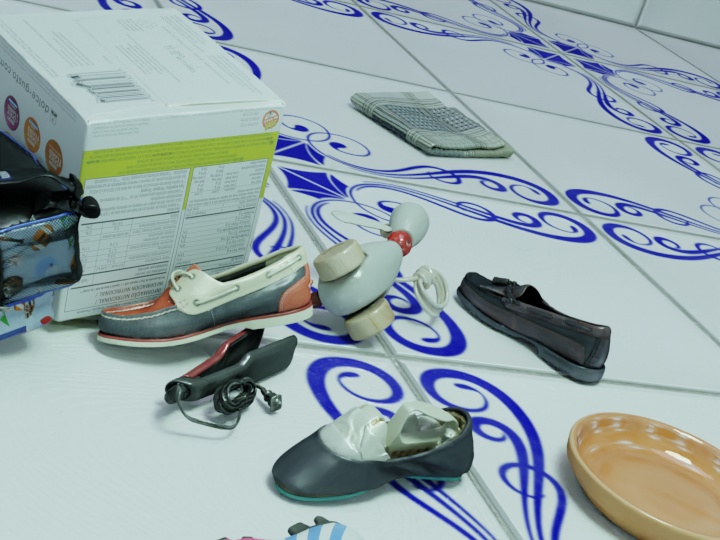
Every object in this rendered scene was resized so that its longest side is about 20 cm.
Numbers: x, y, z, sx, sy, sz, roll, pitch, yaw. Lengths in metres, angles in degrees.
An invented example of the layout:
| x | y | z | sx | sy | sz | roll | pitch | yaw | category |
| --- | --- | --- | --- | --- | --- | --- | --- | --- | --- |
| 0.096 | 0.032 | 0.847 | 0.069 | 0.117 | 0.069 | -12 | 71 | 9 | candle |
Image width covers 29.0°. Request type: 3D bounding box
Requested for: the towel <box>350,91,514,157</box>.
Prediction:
| x | y | z | sx | sy | sz | roll | pitch | yaw | category |
| --- | --- | --- | --- | --- | --- | --- | --- | --- | --- |
| 0.113 | -0.226 | 2.118 | 0.198 | 0.035 | 0.192 | -2 | 30 | -44 | towel |

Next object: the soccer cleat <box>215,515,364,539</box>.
| x | y | z | sx | sy | sz | roll | pitch | yaw | category |
| --- | --- | --- | --- | --- | --- | --- | --- | --- | --- |
| -0.049 | 0.210 | 0.889 | 0.086 | 0.071 | 0.199 | 31 | 24 | 31 | soccer cleat |

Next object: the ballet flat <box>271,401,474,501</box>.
| x | y | z | sx | sy | sz | roll | pitch | yaw | category |
| --- | --- | --- | --- | --- | --- | --- | --- | --- | --- |
| 0.017 | 0.138 | 1.122 | 0.198 | 0.074 | 0.073 | 0 | 28 | -38 | ballet flat |

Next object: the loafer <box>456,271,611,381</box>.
| x | y | z | sx | sy | sz | roll | pitch | yaw | category |
| --- | --- | --- | --- | --- | --- | --- | --- | --- | --- |
| 0.189 | 0.044 | 1.493 | 0.071 | 0.064 | 0.199 | -6 | 32 | -47 | loafer |

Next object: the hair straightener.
| x | y | z | sx | sy | sz | roll | pitch | yaw | category |
| --- | --- | --- | --- | --- | --- | --- | --- | --- | --- |
| -0.099 | 0.089 | 1.174 | 0.076 | 0.041 | 0.200 | 26 | 17 | 16 | hair straightener |

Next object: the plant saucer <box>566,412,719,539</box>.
| x | y | z | sx | sy | sz | roll | pitch | yaw | category |
| --- | --- | --- | --- | --- | --- | --- | --- | --- | --- |
| 0.274 | 0.195 | 1.239 | 0.197 | 0.038 | 0.201 | 17 | 21 | -7 | plant saucer |

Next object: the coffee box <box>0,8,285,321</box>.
| x | y | z | sx | sy | sz | roll | pitch | yaw | category |
| --- | --- | --- | --- | --- | --- | --- | --- | --- | --- |
| -0.218 | -0.101 | 1.252 | 0.198 | 0.200 | 0.200 | -11 | 40 | -38 | coffee box |

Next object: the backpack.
| x | y | z | sx | sy | sz | roll | pitch | yaw | category |
| --- | --- | --- | --- | --- | --- | --- | --- | --- | --- |
| -0.334 | -0.026 | 1.104 | 0.189 | 0.156 | 0.199 | -13 | 30 | -40 | backpack |

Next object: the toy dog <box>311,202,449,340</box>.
| x | y | z | sx | sy | sz | roll | pitch | yaw | category |
| --- | --- | --- | --- | --- | --- | --- | --- | --- | --- |
| 0.000 | 0.000 | 1.411 | 0.095 | 0.134 | 0.199 | -14 | -1 | 30 | toy dog |

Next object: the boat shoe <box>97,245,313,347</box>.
| x | y | z | sx | sy | sz | roll | pitch | yaw | category |
| --- | --- | --- | --- | --- | --- | --- | --- | --- | --- |
| -0.135 | 0.024 | 1.220 | 0.197 | 0.064 | 0.071 | -10 | 17 | -19 | boat shoe |
